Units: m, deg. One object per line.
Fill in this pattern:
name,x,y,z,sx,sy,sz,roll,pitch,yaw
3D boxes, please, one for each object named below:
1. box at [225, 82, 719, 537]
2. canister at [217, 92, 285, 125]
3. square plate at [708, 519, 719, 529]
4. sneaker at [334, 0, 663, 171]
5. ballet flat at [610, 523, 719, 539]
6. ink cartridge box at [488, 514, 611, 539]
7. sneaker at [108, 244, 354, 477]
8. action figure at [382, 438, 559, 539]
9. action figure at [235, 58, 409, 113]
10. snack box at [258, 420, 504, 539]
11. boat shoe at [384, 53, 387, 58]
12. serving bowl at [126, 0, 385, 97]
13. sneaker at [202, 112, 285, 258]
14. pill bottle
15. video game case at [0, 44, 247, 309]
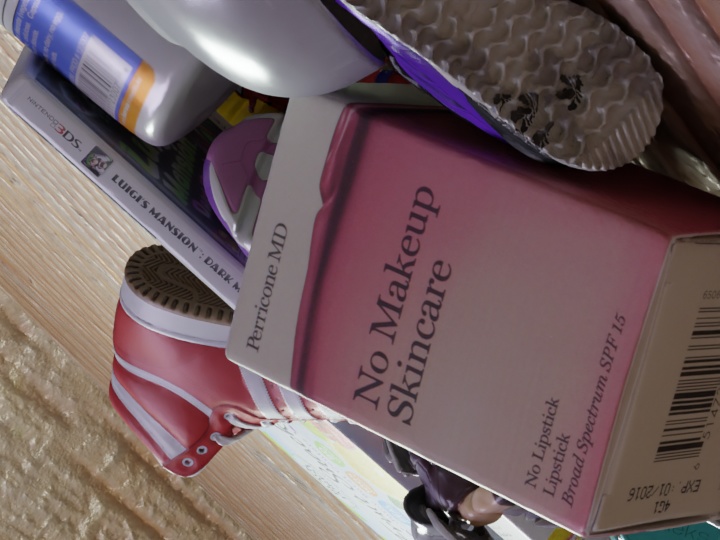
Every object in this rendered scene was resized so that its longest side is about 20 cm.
box,0.061,0.012,1.167,0.200,0.128,0.109,24,-164,36
canister,-0.021,-0.013,1.632,0.200,0.087,0.149,39,170,1
square plate,0.188,0.098,1.330,0.198,0.029,0.200,15,-171,-40
sneaker,0.022,-0.111,1.108,0.200,0.070,0.100,44,172,-14
ballet flat,0.220,0.149,1.442,0.200,0.074,0.074,26,169,4
ink cartridge box,0.125,0.105,1.507,0.200,0.116,0.067,41,171,-4
sneaker,-0.037,0.065,1.497,0.200,0.071,0.113,19,128,2
action figure,0.070,0.052,1.278,0.069,0.200,0.130,2,-148,-41
action figure,-0.022,-0.091,1.402,0.065,0.052,0.200,24,179,-23
snack box,0.011,0.102,1.632,0.200,0.053,0.142,43,165,-16
boat shoe,-0.065,-0.149,1.264,0.200,0.066,0.070,40,169,11
serving bowl,-0.074,-0.144,1.135,0.200,0.066,0.200,51,-172,-10
sneaker,0.000,0.000,1.379,0.200,0.081,0.088,35,162,-19
pill bottle,-0.137,-0.161,1.353,0.200,0.112,0.112,40,170,8
video game case,-0.097,-0.060,1.445,0.182,0.023,0.200,42,-165,-13
